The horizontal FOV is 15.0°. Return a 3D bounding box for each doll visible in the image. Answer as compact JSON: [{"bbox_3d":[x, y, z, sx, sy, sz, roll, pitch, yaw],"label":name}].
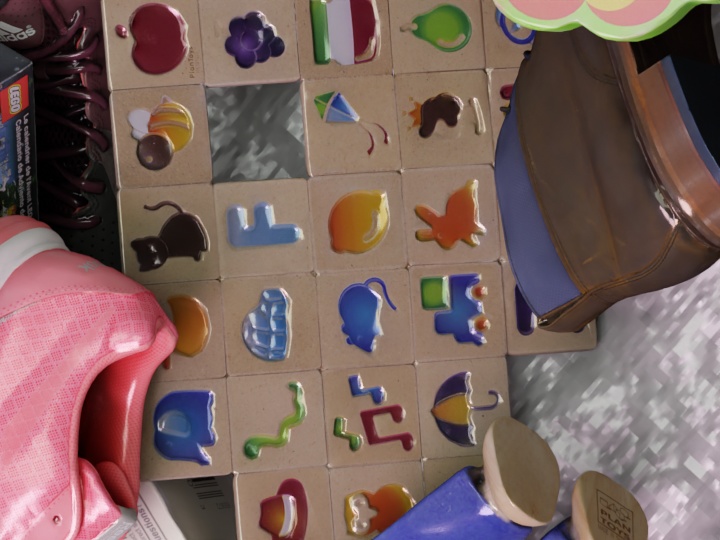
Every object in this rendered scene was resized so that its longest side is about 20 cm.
[{"bbox_3d":[0.011,0.136,0.936,0.136,0.049,0.200,32,124,-25],"label":"doll"}]

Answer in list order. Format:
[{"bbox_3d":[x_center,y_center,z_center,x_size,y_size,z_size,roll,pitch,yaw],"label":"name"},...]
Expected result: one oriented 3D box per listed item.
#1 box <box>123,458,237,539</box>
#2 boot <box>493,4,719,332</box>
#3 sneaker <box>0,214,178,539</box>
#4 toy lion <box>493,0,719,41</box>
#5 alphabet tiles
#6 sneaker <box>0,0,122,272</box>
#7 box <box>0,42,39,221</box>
[{"bbox_3d":[-0.145,0.116,0.992,0.200,0.078,0.095,-33,80,15],"label":"box"},{"bbox_3d":[0.071,-0.077,0.918,0.097,0.075,0.201,-38,52,33],"label":"boot"},{"bbox_3d":[-0.120,0.086,0.900,0.087,0.074,0.201,20,93,25],"label":"sneaker"},{"bbox_3d":[0.082,-0.180,0.834,0.191,0.069,0.201,-27,87,15],"label":"toy lion"},{"bbox_3d":[0.000,0.000,0.942,0.166,0.008,0.201,-4,88,-12],"label":"alphabet tiles"},{"bbox_3d":[-0.117,-0.065,0.965,0.075,0.115,0.201,8,92,17],"label":"sneaker"},{"bbox_3d":[-0.197,-0.055,0.973,0.200,0.038,0.137,31,138,26],"label":"box"}]
